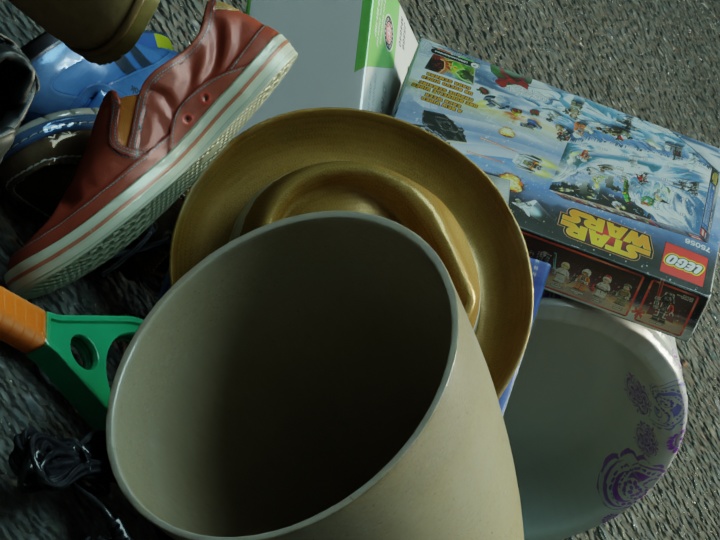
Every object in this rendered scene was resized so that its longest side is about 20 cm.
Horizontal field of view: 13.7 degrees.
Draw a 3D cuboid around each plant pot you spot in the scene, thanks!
[{"bbox_3d":[0.001,0.105,1.486,0.200,0.187,0.188,55,13,-45],"label":"plant pot"}]

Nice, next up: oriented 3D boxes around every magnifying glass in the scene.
[{"bbox_3d":[-0.151,0.041,1.518,0.200,0.022,0.080,34,41,-40],"label":"magnifying glass"}]

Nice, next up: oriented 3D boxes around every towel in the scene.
[{"bbox_3d":[-0.009,0.027,1.618,0.199,0.145,0.024,20,-15,-2],"label":"towel"}]

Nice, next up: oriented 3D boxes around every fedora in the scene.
[{"bbox_3d":[0.000,0.000,1.573,0.201,0.200,0.082,55,-12,3],"label":"fedora"}]

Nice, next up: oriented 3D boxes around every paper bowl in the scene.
[{"bbox_3d":[0.088,0.060,1.759,0.201,0.200,0.105,41,27,-31],"label":"paper bowl"}]

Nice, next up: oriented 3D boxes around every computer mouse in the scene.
[{"bbox_3d":[-0.099,0.163,1.421,0.200,0.046,0.140,54,10,7],"label":"computer mouse"}]

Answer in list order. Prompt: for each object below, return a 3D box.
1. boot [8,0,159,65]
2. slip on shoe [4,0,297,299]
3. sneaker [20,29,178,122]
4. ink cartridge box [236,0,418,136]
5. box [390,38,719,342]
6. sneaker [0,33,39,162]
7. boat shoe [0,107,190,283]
[{"bbox_3d":[-0.219,-0.181,1.566,0.200,0.066,0.175,24,0,-31],"label":"boot"},{"bbox_3d":[-0.118,-0.062,1.562,0.061,0.200,0.074,42,-15,3],"label":"slip on shoe"},{"bbox_3d":[-0.140,-0.095,1.711,0.079,0.066,0.200,57,19,13],"label":"sneaker"},{"bbox_3d":[-0.007,-0.070,1.792,0.200,0.084,0.146,60,32,-57],"label":"ink cartridge box"},{"bbox_3d":[0.108,-0.047,1.699,0.199,0.040,0.137,21,40,-1],"label":"box"},{"bbox_3d":[-0.203,-0.094,1.534,0.076,0.091,0.200,39,23,-30],"label":"sneaker"},{"bbox_3d":[-0.125,-0.035,1.640,0.200,0.072,0.073,15,50,-55],"label":"boat shoe"}]
